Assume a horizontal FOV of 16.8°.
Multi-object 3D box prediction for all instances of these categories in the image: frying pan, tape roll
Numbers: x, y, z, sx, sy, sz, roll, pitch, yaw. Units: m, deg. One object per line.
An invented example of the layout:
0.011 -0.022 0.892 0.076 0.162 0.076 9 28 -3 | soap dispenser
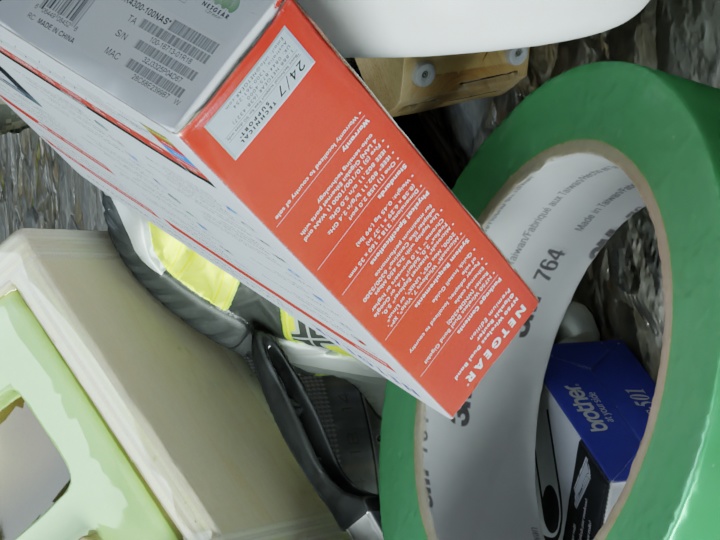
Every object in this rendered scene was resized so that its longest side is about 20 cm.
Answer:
0.020 0.112 0.847 0.031 0.115 0.191 -33 49 30 | frying pan
0.073 0.037 0.767 0.200 0.048 0.202 -38 45 52 | tape roll

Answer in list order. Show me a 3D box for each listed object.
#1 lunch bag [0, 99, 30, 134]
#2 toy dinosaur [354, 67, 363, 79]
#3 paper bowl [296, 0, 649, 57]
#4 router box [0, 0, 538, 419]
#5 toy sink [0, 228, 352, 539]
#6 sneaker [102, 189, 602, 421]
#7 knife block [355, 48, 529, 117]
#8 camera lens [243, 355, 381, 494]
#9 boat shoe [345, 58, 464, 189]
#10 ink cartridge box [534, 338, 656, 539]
-0.113 -0.146 0.903 0.200 0.166 0.140 104 159 -60 | lunch bag
-0.027 -0.060 0.951 0.088 0.047 0.201 -61 -24 -29 | toy dinosaur
0.020 -0.125 0.748 0.201 0.199 0.105 -147 52 -69 | paper bowl
-0.061 -0.054 0.749 0.200 0.049 0.180 32 171 37 | router box
-0.089 0.103 0.869 0.201 0.130 0.112 55 -161 14 | toy sink
0.000 0.000 0.899 0.076 0.199 0.076 -52 19 38 | sneaker
-0.002 -0.182 0.959 0.175 0.064 0.201 34 129 47 | knife block
-0.051 0.100 1.035 0.160 0.199 0.161 176 90 -72 | camera lens
0.001 -0.070 1.058 0.203 0.074 0.075 59 145 36 | boat shoe
0.079 0.135 0.880 0.094 0.044 0.201 -121 31 -58 | ink cartridge box
